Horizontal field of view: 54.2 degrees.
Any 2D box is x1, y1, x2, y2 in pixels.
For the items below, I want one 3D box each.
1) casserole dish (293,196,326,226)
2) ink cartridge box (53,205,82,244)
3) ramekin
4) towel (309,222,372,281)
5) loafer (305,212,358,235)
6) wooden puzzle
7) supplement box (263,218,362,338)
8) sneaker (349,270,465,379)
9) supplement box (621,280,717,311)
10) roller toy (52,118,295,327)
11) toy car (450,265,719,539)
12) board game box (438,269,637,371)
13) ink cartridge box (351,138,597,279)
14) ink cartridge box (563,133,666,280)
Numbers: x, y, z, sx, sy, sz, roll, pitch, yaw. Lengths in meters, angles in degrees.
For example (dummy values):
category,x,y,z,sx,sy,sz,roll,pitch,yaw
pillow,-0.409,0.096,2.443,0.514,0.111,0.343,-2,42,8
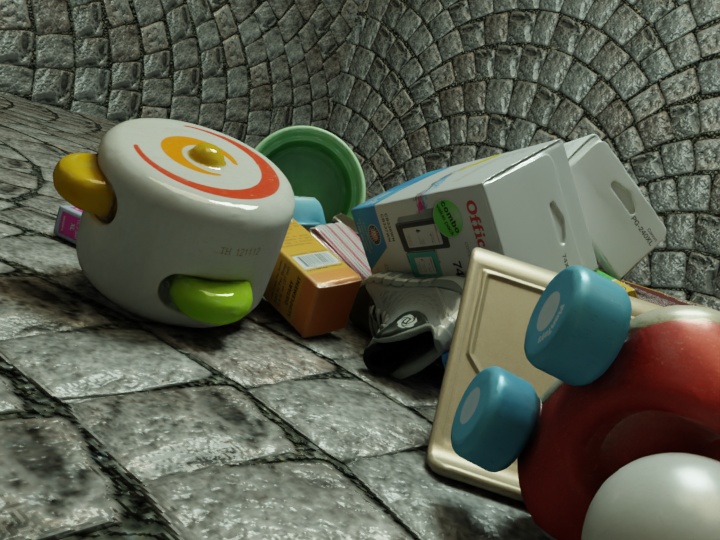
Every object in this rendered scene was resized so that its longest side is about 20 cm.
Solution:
category,x,y,z,sx,sy,sz,roll,pitch,yaw
casserole dish,-0.134,-0.082,0.934,0.198,0.040,0.120,7,5,38
ink cartridge box,-0.232,-0.026,0.796,0.198,0.043,0.119,24,12,24
ramekin,-0.094,-0.127,1.144,0.197,0.203,0.098,16,3,-7
towel,0.000,0.000,0.911,0.147,0.030,0.200,48,11,3
loafer,-0.023,-0.053,1.068,0.196,0.073,0.073,3,-7,-4
wooden puzzle,0.154,0.090,0.545,0.182,0.202,0.037,18,-33,0
supplement box,-0.089,-0.015,0.761,0.068,0.067,0.200,-9,39,-42
sneaker,0.026,0.057,0.707,0.115,0.076,0.199,-38,17,-34
supplement box,0.352,0.102,0.833,0.194,0.135,0.200,17,10,-3
roller toy,-0.160,-0.053,0.650,0.198,0.141,0.183,27,26,4
toy car,0.151,0.135,0.365,0.182,0.178,0.201,27,37,-4
board game box,0.173,0.054,0.747,0.197,0.041,0.153,-19,11,1
ink cartridge box,0.120,-0.034,0.760,0.145,0.149,0.199,-28,13,-37
ink cartridge box,0.251,-0.070,0.861,0.146,0.083,0.200,50,-8,-8
